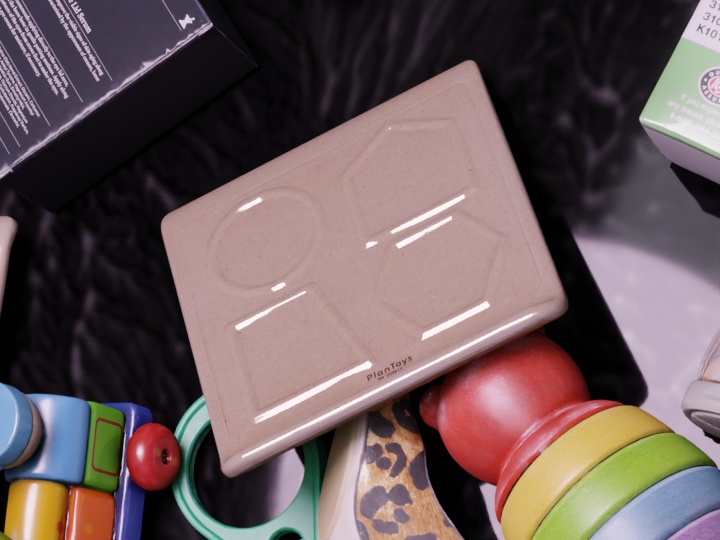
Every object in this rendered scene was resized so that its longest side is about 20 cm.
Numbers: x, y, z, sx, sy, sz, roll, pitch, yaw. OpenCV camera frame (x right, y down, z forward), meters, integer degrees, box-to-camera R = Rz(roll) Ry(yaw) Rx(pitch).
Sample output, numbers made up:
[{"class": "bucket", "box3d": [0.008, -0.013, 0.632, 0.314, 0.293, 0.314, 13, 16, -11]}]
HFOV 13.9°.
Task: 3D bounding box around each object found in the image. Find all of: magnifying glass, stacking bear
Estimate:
[{"class": "magnifying glass", "box3d": [-0.032, 0.146, 1.471, 0.079, 0.022, 0.200, -31, 68, 8]}, {"class": "stacking bear", "box3d": [0.113, 0.110, 1.390, 0.121, 0.114, 0.200, -43, 63, 1]}]

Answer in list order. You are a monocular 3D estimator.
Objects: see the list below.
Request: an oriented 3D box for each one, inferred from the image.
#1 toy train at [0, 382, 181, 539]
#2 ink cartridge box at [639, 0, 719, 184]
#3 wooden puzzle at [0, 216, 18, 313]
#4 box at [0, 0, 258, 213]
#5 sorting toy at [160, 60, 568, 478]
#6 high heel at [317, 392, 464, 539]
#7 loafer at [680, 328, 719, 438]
[{"class": "toy train", "box3d": [-0.160, 0.156, 1.448, 0.084, 0.116, 0.201, -3, 75, 33]}, {"class": "ink cartridge box", "box3d": [0.246, -0.121, 1.415, 0.146, 0.084, 0.200, 26, 85, 21]}, {"class": "wooden puzzle", "box3d": [-0.279, 0.059, 1.531, 0.185, 0.046, 0.201, -1, 68, 25]}, {"class": "box", "box3d": [-0.168, -0.155, 1.558, 0.141, 0.079, 0.200, -35, 68, 9]}, {"class": "sorting toy", "box3d": [0.000, 0.000, 1.454, 0.185, 0.037, 0.200, -27, 42, 9]}, {"class": "high heel", "box3d": [0.053, 0.135, 1.433, 0.142, 0.071, 0.201, 10, 63, -12]}, {"class": "loafer", "box3d": [0.250, 0.068, 1.377, 0.200, 0.072, 0.063, 16, 74, 23]}]
